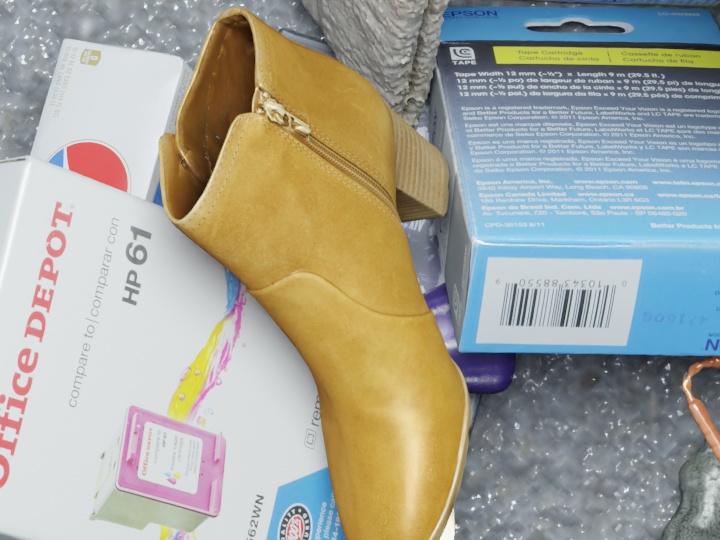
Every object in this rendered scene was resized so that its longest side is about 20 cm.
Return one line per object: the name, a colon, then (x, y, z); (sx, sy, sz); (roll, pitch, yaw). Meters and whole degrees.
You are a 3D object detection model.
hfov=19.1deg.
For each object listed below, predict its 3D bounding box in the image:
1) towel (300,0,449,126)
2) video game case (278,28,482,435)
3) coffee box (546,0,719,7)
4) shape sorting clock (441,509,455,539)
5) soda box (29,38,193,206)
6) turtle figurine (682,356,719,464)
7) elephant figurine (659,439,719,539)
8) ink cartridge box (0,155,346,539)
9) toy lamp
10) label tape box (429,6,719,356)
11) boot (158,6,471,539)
towel: (-0.007, -0.147, 0.922); (0.034, 0.200, 0.133); (-29, 75, -12)
video game case: (0.000, 0.000, 0.999); (0.142, 0.019, 0.201); (17, 78, 1)
coffee box: (0.131, -0.232, 0.934); (0.196, 0.200, 0.201); (2, 87, -1)
shape sorting clock: (-0.055, 0.118, 0.999); (0.198, 0.039, 0.202); (1, 77, -4)
soda box: (-0.122, 0.002, 0.968); (0.063, 0.068, 0.202); (10, 77, 17)
turtle figurine: (0.237, 0.067, 0.981); (0.200, 0.064, 0.162); (42, 76, -18)
elephant figurine: (0.165, 0.202, 0.960); (0.200, 0.141, 0.156); (-41, 117, -17)
ink cartridge box: (-0.095, 0.053, 0.878); (0.199, 0.084, 0.146); (21, 75, -37)
toy lamp: (0.108, 0.018, 0.972); (0.199, 0.058, 0.059); (-11, 87, -18)
label tape box: (0.105, -0.046, 0.959); (0.142, 0.201, 0.067); (0, 124, -5)
boot: (-0.024, 0.010, 0.835); (0.070, 0.144, 0.203); (-15, 63, 36)
